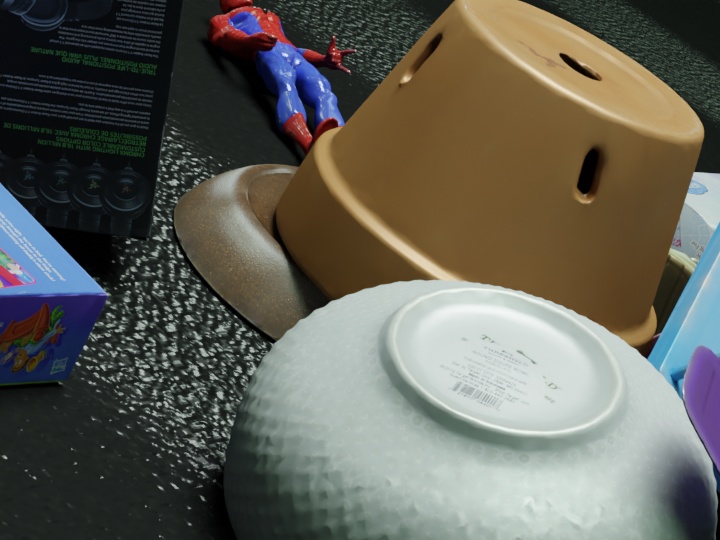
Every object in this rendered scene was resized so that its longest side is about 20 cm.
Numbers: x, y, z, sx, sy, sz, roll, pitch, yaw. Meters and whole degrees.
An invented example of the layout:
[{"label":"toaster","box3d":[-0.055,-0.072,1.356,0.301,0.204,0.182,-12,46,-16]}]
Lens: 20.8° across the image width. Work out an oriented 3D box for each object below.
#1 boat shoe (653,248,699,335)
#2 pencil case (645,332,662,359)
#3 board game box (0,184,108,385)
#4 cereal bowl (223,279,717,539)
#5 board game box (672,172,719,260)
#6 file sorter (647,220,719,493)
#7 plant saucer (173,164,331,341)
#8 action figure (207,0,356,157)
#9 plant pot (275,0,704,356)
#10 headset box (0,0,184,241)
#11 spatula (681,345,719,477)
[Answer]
[{"label":"boat shoe","box3d":[0.190,0.036,1.118,0.200,0.073,0.063,31,14,-2]},{"label":"pencil case","box3d":[0.235,0.071,1.021,0.199,0.087,0.083,1,61,-27]},{"label":"board game box","box3d":[-0.213,-0.030,0.786,0.200,0.045,0.134,43,25,31]},{"label":"cereal bowl","box3d":[0.049,0.066,0.771,0.199,0.084,0.201,10,33,-7]},{"label":"board game box","box3d":[0.306,0.002,1.371,0.199,0.044,0.199,43,25,30]},{"label":"file sorter","box3d":[0.246,0.067,0.883,0.200,0.122,0.139,53,43,-15]},{"label":"plant saucer","box3d":[0.000,0.000,1.009,0.199,0.032,0.200,24,21,-10]},{"label":"action figure","box3d":[-0.045,-0.126,1.216,0.065,0.052,0.200,8,27,-35]},{"label":"plant pot","box3d":[0.077,-0.043,0.967,0.199,0.140,0.200,26,21,-11]},{"label":"headset box","box3d":[-0.130,-0.131,0.921,0.092,0.201,0.174,7,24,-9]},{"label":"spatula","box3d":[0.154,0.122,0.763,0.020,0.201,0.057,-5,24,21]}]
